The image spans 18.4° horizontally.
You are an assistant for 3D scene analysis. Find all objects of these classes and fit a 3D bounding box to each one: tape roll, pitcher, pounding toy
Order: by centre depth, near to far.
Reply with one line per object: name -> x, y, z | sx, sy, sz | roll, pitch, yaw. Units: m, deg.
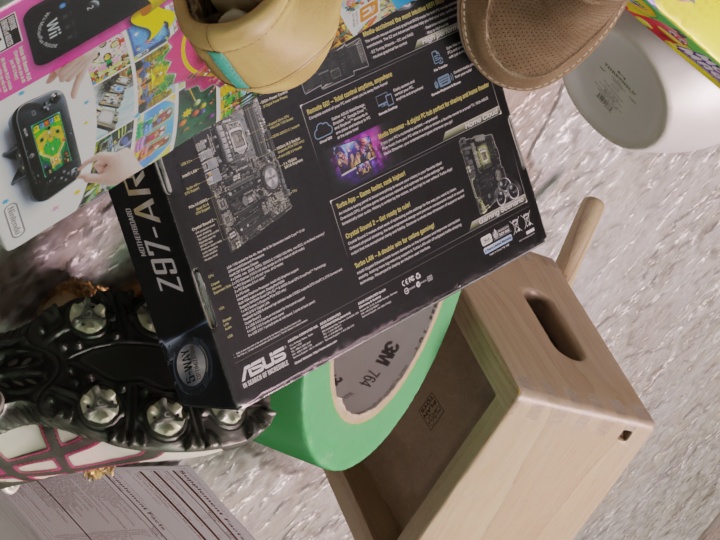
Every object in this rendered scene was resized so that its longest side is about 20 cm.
tape roll -> 0.000, 0.000, 1.123 | 0.201, 0.048, 0.201 | -52, 153, -42
pitcher -> 0.222, -0.130, 1.222 | 0.200, 0.172, 0.121 | -33, 160, -29
pounding toy -> 0.080, 0.068, 1.314 | 0.142, 0.200, 0.184 | 15, 121, -32

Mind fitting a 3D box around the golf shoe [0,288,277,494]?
golf shoe -> -0.140, 0.059, 0.988 | 0.199, 0.077, 0.088 | 3, 148, -17

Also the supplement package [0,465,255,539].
supplement package -> -0.154, 0.223, 1.193 | 0.191, 0.147, 0.200 | -53, 155, 16

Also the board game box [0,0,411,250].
board game box -> -0.074, -0.113, 0.823 | 0.200, 0.064, 0.148 | -34, 157, -15

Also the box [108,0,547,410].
box -> -0.017, -0.050, 0.984 | 0.200, 0.043, 0.161 | -28, 107, -36

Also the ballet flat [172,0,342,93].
ballet flat -> -0.028, -0.160, 0.720 | 0.063, 0.068, 0.201 | 18, 73, -68

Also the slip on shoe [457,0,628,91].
slip on shoe -> 0.094, -0.135, 0.933 | 0.076, 0.061, 0.200 | 12, 142, -17

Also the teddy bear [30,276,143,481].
teddy bear -> -0.105, 0.051, 1.097 | 0.145, 0.067, 0.200 | -47, 156, 8

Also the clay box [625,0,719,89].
clay box -> 0.206, -0.149, 1.119 | 0.200, 0.048, 0.115 | 34, 88, -31
